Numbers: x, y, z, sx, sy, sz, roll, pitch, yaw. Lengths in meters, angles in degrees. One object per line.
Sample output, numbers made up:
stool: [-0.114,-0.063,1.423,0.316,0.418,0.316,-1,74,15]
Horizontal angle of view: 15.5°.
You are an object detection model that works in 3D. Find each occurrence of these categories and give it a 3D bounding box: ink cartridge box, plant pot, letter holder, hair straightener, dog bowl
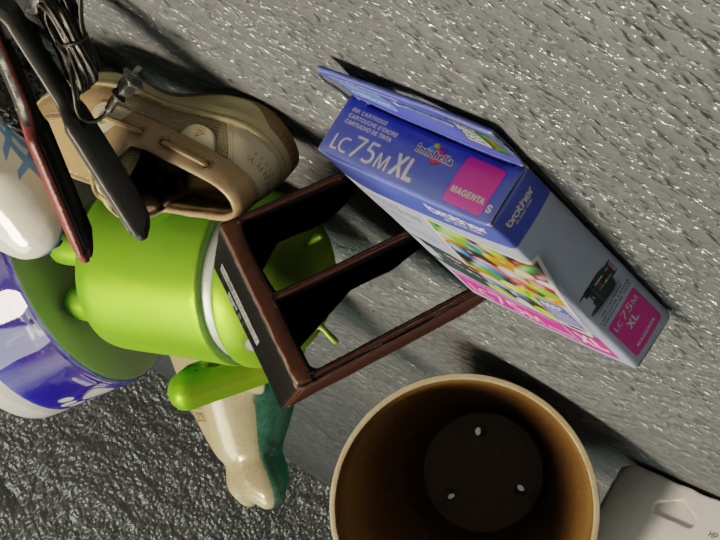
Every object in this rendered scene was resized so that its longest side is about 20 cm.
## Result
ink cartridge box: [0.060,-0.025,1.296,0.119,0.042,0.200,26,168,39]
plant pot: [0.081,0.157,1.904,0.186,0.187,0.200,32,-174,3]
letter holder: [0.000,0.000,1.526,0.101,0.142,0.200,64,174,3]
ink cartridge box: [0.270,0.234,1.881,0.200,0.086,0.146,36,171,-36]
hair straightener: [-0.155,-0.105,1.440,0.041,0.077,0.201,-79,-30,-70]
dog bowl: [-0.219,-0.005,1.819,0.079,0.201,0.200,-21,142,25]

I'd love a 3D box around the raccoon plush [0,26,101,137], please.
raccoon plush: [-0.229,-0.069,1.642,0.097,0.200,0.134,53,175,-24]

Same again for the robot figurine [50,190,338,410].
robot figurine: [-0.102,0.000,1.708,0.199,0.116,0.176,8,122,31]

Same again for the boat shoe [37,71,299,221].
boat shoe: [-0.128,-0.066,1.514,0.200,0.065,0.071,5,136,42]

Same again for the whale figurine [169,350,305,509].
whale figurine: [-0.080,0.076,1.986,0.159,0.103,0.201,166,89,-71]

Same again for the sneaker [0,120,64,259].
sneaker: [-0.254,-0.084,1.581,0.200,0.072,0.072,50,-157,2]

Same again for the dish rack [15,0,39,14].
dish rack: [-0.274,-0.197,1.531,0.200,0.044,0.172,33,172,-10]
